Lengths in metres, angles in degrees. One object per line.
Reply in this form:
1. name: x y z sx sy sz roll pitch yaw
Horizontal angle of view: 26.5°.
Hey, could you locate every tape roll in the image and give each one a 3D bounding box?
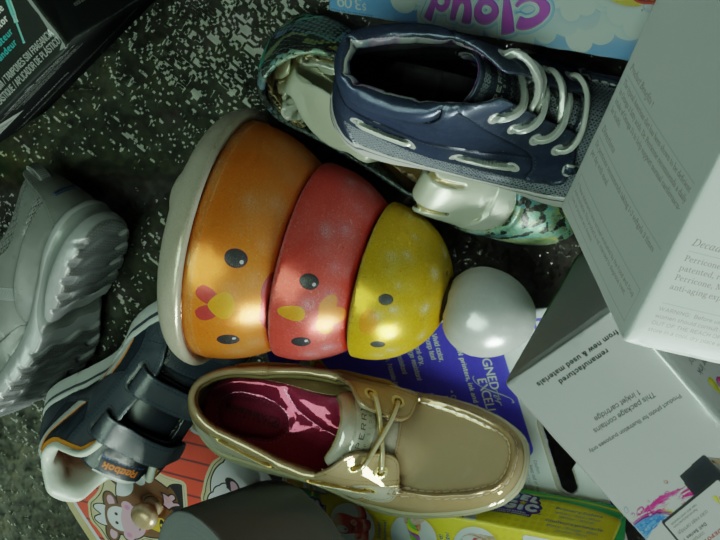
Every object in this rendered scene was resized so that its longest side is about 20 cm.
1. tape roll: -0.050 0.227 0.899 0.200 0.066 0.202 38 136 49

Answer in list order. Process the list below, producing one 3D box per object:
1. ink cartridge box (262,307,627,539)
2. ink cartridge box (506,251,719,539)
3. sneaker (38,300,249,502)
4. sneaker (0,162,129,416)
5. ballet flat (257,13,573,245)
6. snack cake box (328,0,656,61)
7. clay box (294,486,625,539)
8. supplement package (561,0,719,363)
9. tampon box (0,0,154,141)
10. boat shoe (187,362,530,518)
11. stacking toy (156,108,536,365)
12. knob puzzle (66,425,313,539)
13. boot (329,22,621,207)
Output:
1. ink cartridge box: 0.058 0.108 0.926 0.199 0.043 0.199 -6 115 28
2. ink cartridge box: 0.186 0.076 0.787 0.200 0.145 0.084 48 125 -6
3. sneaker: -0.134 0.086 0.969 0.078 0.080 0.200 27 135 -30
4. sneaker: -0.213 0.016 0.996 0.082 0.075 0.200 46 125 20
5. ballet flat: 0.027 -0.065 0.831 0.199 0.074 0.074 31 125 6
6. snack cake box: 0.087 -0.174 0.744 0.199 0.067 0.116 12 120 18
7. clay box: 0.055 0.182 0.912 0.199 0.048 0.116 8 116 21
8. supplement package: 0.188 -0.069 0.664 0.117 0.117 0.201 12 121 -16
9. tampon box: -0.236 -0.181 0.851 0.150 0.126 0.200 -37 98 34
10. boat shoe: -0.005 0.094 0.857 0.198 0.069 0.074 7 77 12
11. stacking toy: 0.000 0.000 0.836 0.199 0.146 0.147 14 122 13
12. knob puzzle: -0.121 0.182 1.057 0.218 0.030 0.221 11 121 19
13. boot: 0.082 -0.075 0.754 0.198 0.090 0.073 5 82 1
